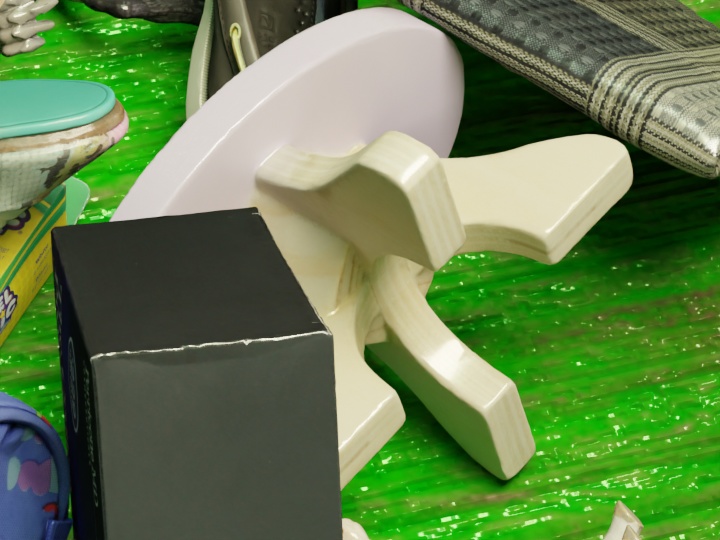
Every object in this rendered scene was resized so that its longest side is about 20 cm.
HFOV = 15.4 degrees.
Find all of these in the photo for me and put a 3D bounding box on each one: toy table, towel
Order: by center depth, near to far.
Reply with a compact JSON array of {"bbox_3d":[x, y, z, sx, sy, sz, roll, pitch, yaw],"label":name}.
[{"bbox_3d":[0.000,0.000,1.001,0.117,0.184,0.200,31,77,35],"label":"toy table"},{"bbox_3d":[0.100,-0.094,1.107,0.192,0.035,0.200,31,20,20],"label":"towel"}]

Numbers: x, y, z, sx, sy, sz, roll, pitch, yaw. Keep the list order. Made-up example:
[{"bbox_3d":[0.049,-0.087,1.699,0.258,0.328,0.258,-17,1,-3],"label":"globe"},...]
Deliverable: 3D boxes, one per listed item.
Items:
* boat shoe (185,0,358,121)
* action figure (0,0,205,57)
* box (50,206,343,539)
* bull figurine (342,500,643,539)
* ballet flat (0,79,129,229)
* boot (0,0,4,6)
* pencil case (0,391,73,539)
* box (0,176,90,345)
[{"bbox_3d":[-0.031,-0.137,1.092,0.072,0.061,0.202,8,72,-31],"label":"boat shoe"},{"bbox_3d":[-0.138,-0.142,1.125,0.199,0.102,0.119,2,84,-11],"label":"action figure"},{"bbox_3d":[-0.052,0.096,0.862,0.079,0.201,0.141,-6,17,-12],"label":"box"},{"bbox_3d":[0.069,0.153,0.934,0.121,0.065,0.200,-40,69,6],"label":"bull figurine"},{"bbox_3d":[-0.185,-0.035,1.004,0.199,0.071,0.069,-1,21,0],"label":"ballet flat"},{"bbox_3d":[-0.240,-0.107,1.041,0.199,0.107,0.075,-16,37,11],"label":"boot"},{"bbox_3d":[-0.175,0.061,0.885,0.200,0.087,0.078,17,77,43],"label":"pencil case"},{"bbox_3d":[-0.198,0.008,1.041,0.117,0.048,0.200,22,51,11],"label":"box"}]
